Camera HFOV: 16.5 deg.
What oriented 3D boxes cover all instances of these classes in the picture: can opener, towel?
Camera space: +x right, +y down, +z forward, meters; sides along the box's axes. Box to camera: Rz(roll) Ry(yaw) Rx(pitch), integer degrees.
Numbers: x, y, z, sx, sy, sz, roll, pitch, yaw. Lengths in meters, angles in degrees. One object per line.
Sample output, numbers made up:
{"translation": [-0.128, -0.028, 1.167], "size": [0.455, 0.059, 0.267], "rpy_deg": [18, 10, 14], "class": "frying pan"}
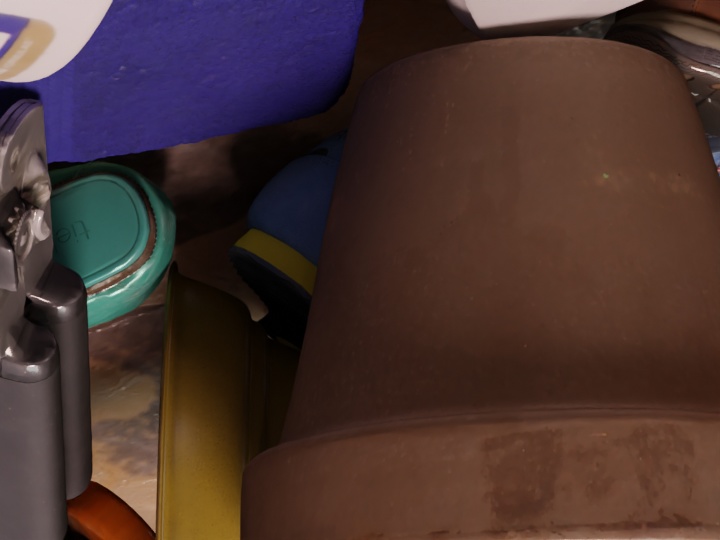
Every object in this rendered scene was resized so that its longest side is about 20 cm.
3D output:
{"translation": [-0.130, 0.018, 0.850], "size": [0.067, 0.053, 0.200], "rpy_deg": [15, 139, 8], "class": "can opener"}
{"translation": [-0.098, -0.084, 0.806], "size": [0.200, 0.050, 0.148], "rpy_deg": [-11, 156, -13], "class": "towel"}

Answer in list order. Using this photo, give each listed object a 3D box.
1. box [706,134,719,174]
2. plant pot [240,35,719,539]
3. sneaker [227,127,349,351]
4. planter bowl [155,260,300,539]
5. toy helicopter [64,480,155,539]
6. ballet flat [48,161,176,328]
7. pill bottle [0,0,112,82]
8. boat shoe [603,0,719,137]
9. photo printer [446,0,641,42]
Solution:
{"translation": [0.108, -0.004, 1.046], "size": [0.137, 0.040, 0.200], "rpy_deg": [-8, 148, -16], "class": "box"}
{"translation": [0.056, 0.019, 0.827], "size": [0.200, 0.175, 0.200], "rpy_deg": [-2, 169, 0], "class": "plant pot"}
{"translation": [0.000, 0.000, 0.974], "size": [0.078, 0.066, 0.200], "rpy_deg": [-55, 167, -12], "class": "sneaker"}
{"translation": [-0.034, 0.097, 0.948], "size": [0.083, 0.201, 0.200], "rpy_deg": [1, 148, -2], "class": "planter bowl"}
{"translation": [-0.162, 0.120, 1.055], "size": [0.079, 0.132, 0.200], "rpy_deg": [-48, 174, -20], "class": "toy helicopter"}
{"translation": [-0.159, 0.016, 0.919], "size": [0.200, 0.067, 0.070], "rpy_deg": [-19, 166, 5], "class": "ballet flat"}
{"translation": [-0.165, -0.119, 0.631], "size": [0.200, 0.120, 0.120], "rpy_deg": [7, 142, -31], "class": "pill bottle"}
{"translation": [0.173, -0.075, 0.920], "size": [0.200, 0.072, 0.076], "rpy_deg": [22, 161, -40], "class": "boat shoe"}
{"translation": [0.076, -0.162, 0.740], "size": [0.166, 0.070, 0.200], "rpy_deg": [-22, 150, 7], "class": "photo printer"}
